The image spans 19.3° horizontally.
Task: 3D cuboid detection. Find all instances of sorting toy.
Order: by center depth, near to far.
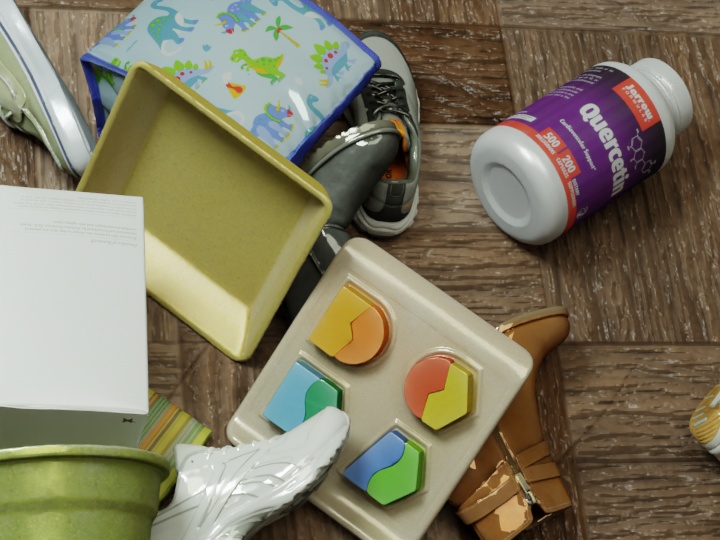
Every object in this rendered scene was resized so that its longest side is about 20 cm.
[{"bbox_3d":[0.012,0.102,1.700,0.185,0.036,0.200,35,96,12],"label":"sorting toy"}]

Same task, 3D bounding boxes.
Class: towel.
[{"bbox_3d":[-0.222,0.107,1.713,0.200,0.018,0.086,34,53,6],"label":"towel"}]

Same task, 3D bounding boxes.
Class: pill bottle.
[{"bbox_3d":[0.201,-0.113,1.889,0.200,0.113,0.113,-32,74,-27],"label":"pill bottle"}]

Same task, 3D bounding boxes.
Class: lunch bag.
[{"bbox_3d":[-0.107,-0.159,1.810,0.199,0.128,0.170,23,56,26],"label":"lunch bag"}]

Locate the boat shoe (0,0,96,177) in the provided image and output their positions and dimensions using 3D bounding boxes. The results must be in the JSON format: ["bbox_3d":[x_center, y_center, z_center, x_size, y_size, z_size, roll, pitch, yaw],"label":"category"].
[{"bbox_3d":[-0.287,-0.154,1.819,0.062,0.072,0.200,-31,67,-1],"label":"boat shoe"}]

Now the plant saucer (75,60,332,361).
[{"bbox_3d":[-0.127,-0.054,1.732,0.200,0.200,0.048,37,39,7],"label":"plant saucer"}]

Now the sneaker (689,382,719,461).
[{"bbox_3d":[0.367,0.103,1.847,0.088,0.076,0.200,46,63,-5],"label":"sneaker"}]

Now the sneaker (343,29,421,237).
[{"bbox_3d":[0.025,-0.131,1.873,0.074,0.079,0.201,1,60,-12],"label":"sneaker"}]

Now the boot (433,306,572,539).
[{"bbox_3d":[0.133,0.129,1.760,0.200,0.077,0.155,-30,76,-33],"label":"boot"}]

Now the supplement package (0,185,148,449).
[{"bbox_3d":[-0.234,0.051,1.660,0.119,0.121,0.201,4,55,-15],"label":"supplement package"}]

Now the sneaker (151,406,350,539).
[{"bbox_3d":[-0.097,0.161,1.654,0.200,0.078,0.099,-39,81,-14],"label":"sneaker"}]

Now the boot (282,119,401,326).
[{"bbox_3d":[0.002,0.000,1.763,0.182,0.072,0.200,-39,65,16],"label":"boot"}]

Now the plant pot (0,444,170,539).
[{"bbox_3d":[-0.232,0.239,1.548,0.199,0.200,0.185,-1,72,-15],"label":"plant pot"}]
